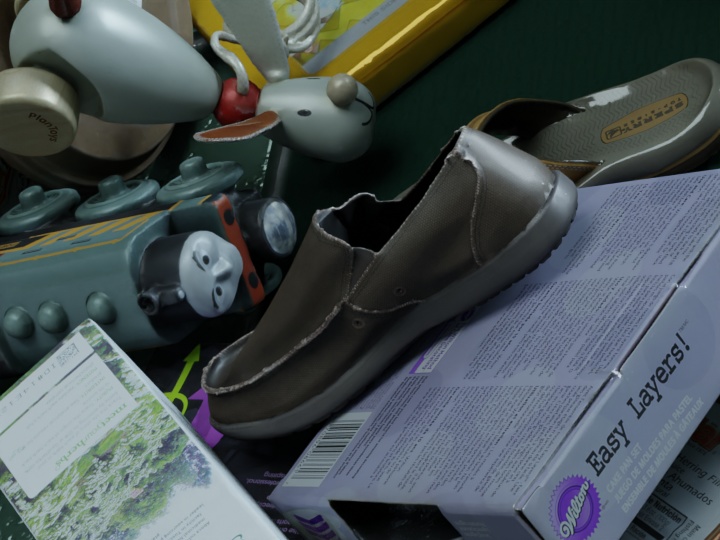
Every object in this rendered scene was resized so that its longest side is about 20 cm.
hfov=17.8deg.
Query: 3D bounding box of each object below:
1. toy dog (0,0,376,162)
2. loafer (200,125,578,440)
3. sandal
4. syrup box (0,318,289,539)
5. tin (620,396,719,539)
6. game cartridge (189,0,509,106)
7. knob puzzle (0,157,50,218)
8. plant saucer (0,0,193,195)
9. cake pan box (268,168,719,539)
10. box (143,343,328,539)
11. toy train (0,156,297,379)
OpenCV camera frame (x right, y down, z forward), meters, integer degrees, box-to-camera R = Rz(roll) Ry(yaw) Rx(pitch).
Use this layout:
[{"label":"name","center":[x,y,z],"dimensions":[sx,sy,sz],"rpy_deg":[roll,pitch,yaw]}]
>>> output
[{"label":"toy dog","center":[-0.090,-0.109,1.135],"dimensions":[0.200,0.096,0.132],"rpy_deg":[-8,65,-17]},{"label":"loafer","center":[0.000,0.000,0.998],"dimensions":[0.200,0.071,0.073],"rpy_deg":[-36,17,23]},{"label":"sandal","center":[0.083,-0.052,1.088],"dimensions":[0.200,0.055,0.082],"rpy_deg":[-25,41,14]},{"label":"syrup box","center":[-0.085,0.112,0.979],"dimensions":[0.079,0.081,0.200],"rpy_deg":[-42,42,-5]},{"label":"tin","center":[0.088,0.125,0.931],"dimensions":[0.200,0.042,0.112],"rpy_deg":[-45,45,-9]},{"label":"game cartridge","center":[0.009,-0.171,1.275],"dimensions":[0.200,0.032,0.176],"rpy_deg":[-40,40,-2]},{"label":"knob puzzle","center":[-0.226,-0.045,1.192],"dimensions":[0.030,0.220,0.220],"rpy_deg":[2,51,19]},{"label":"plant saucer","center":[-0.153,-0.140,1.230],"dimensions":[0.029,0.200,0.200],"rpy_deg":[-11,46,34]},{"label":"cake pan box","center":[0.072,0.044,0.955],"dimensions":[0.200,0.052,0.184],"rpy_deg":[-51,21,-26]},{"label":"box","center":[-0.071,0.121,1.049],"dimensions":[0.143,0.036,0.200],"rpy_deg":[-1,53,35]},{"label":"toy train","center":[-0.129,0.004,1.144],"dimensions":[0.200,0.085,0.114],"rpy_deg":[-8,21,33]}]
